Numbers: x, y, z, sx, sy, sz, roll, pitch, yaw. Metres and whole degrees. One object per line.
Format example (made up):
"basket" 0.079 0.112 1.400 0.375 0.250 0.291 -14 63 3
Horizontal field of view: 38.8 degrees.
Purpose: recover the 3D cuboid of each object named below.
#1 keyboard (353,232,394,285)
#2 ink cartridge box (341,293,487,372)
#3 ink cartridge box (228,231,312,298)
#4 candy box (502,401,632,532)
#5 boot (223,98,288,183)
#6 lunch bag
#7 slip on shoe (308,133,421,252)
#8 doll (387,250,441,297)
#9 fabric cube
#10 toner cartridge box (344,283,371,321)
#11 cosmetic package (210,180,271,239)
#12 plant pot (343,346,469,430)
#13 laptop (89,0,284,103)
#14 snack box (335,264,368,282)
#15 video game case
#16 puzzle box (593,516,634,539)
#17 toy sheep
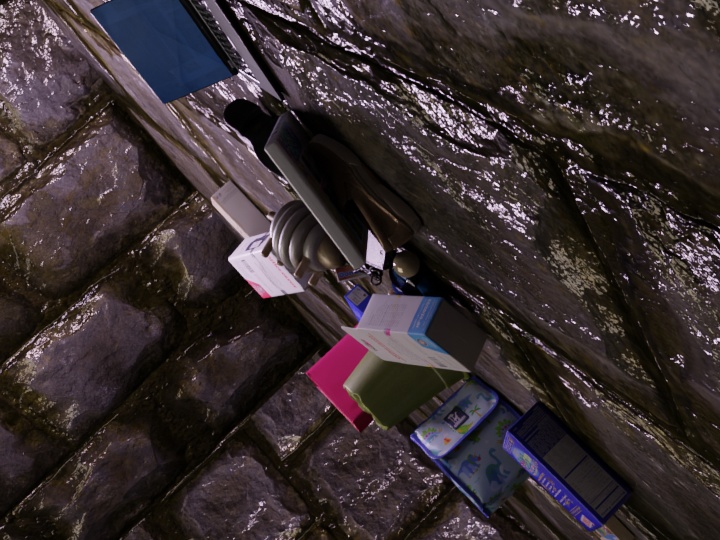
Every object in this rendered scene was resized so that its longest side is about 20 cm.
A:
"keyboard" 0.019 -0.039 1.522 0.040 0.104 0.200 5 -172 -19
"ink cartridge box" 0.078 0.092 1.559 0.115 0.068 0.200 39 157 -33
"ink cartridge box" -0.212 -0.016 2.531 0.145 0.084 0.200 49 149 -20
"candy box" 0.325 0.316 1.631 0.200 0.077 0.169 45 171 16
"boot" -0.121 -0.178 1.606 0.200 0.069 0.174 46 179 32
"lunch bag" 0.213 0.309 1.843 0.200 0.170 0.127 44 172 29
"slip on shoe" -0.008 -0.102 1.349 0.200 0.061 0.076 44 172 17
"doll" 0.076 0.017 1.551 0.136 0.048 0.200 44 168 17
"fabric cube" -0.004 0.298 2.822 0.196 0.199 0.200 45 172 16
"toner cartridge box" 0.031 0.110 2.268 0.095 0.043 0.200 44 171 26
"cosmetic package" -0.295 -0.133 2.668 0.200 0.073 0.104 47 172 2
"plant pot" 0.073 0.200 1.964 0.200 0.190 0.200 45 173 7
"laptop" -0.234 -0.293 1.391 0.200 0.116 0.187 39 170 44
"snack box" 0.000 0.000 1.670 0.200 0.072 0.024 -3 -99 -88
"video game case" -0.054 -0.113 1.386 0.200 0.024 0.182 53 -166 -16
"puzzle box" 0.438 0.458 1.930 0.133 0.025 0.200 46 172 10
"toy sheep" -0.098 -0.057 1.791 0.200 0.138 0.138 31 165 32
